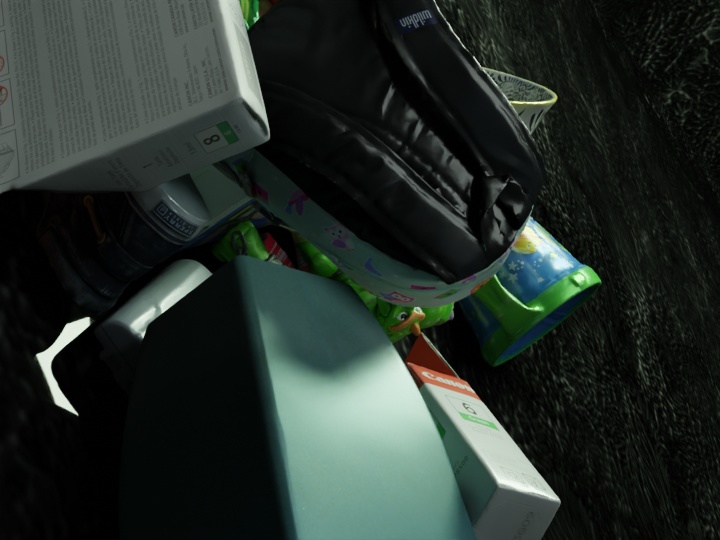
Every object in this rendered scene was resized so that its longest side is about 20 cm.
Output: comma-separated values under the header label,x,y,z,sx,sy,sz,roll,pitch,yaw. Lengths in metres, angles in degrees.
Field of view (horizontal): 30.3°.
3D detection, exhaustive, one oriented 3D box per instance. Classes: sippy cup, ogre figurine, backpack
label,x,y,z,sx,sy,sz,roll,pitch,yaw
sippy cup,0.142,0.003,1.295,0.130,0.139,0.178,53,-17,12
ogre figurine,0.000,0.000,0.962,0.200,0.098,0.120,-22,92,-54
backpack,0.013,-0.073,0.796,0.200,0.167,0.127,42,-11,4

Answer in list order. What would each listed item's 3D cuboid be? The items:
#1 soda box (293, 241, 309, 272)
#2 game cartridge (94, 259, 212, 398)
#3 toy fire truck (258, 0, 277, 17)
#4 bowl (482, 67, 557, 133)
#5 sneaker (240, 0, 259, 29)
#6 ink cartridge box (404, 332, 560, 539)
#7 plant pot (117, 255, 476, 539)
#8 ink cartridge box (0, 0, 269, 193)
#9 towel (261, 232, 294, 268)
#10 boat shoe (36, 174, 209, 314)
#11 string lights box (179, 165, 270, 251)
label,x,y,z,sx,sy,sz,roll,pitch,yaw
soda box,-0.019,-0.066,1.120,0.068,0.064,0.200,36,32,-42
game cartridge,-0.079,0.091,0.846,0.200,0.040,0.133,55,20,-9
toy fire truck,-0.121,-0.288,1.157,0.200,0.112,0.168,34,9,-46
bowl,0.052,-0.115,1.081,0.201,0.200,0.094,-35,137,-67
sneaker,-0.123,-0.199,1.041,0.200,0.083,0.074,39,28,-41
ink cartridge box,0.034,0.122,0.804,0.050,0.109,0.200,19,17,-29
plant pot,-0.045,0.105,0.719,0.141,0.141,0.200,15,50,-43
ink cartridge box,-0.160,-0.107,0.734,0.050,0.200,0.161,54,17,-55
towel,-0.027,0.077,0.985,0.200,0.022,0.145,53,23,-14
boat shoe,-0.160,-0.062,0.817,0.071,0.091,0.200,40,15,-38
string lights box,-0.079,-0.069,0.950,0.059,0.103,0.200,61,23,3
